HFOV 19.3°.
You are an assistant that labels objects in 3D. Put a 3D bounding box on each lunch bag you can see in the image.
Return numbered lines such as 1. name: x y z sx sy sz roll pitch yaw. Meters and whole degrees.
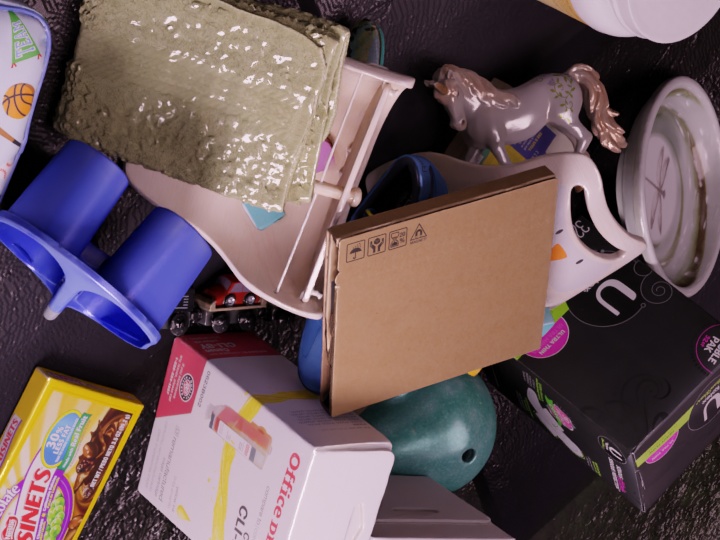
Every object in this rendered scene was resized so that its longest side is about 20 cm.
1. lunch bag: -0.302 -0.111 1.416 0.159 0.075 0.201 6 111 -40

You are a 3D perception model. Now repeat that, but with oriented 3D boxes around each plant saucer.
1. plant saucer: 0.276 -0.076 1.927 0.200 0.050 0.202 -1 91 -59

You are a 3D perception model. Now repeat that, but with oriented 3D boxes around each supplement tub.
1. supplement tub: 0.187 -0.269 1.660 0.144 0.200 0.145 -21 126 -31

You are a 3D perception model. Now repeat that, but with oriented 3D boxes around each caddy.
1. caddy: -0.189 -0.008 1.495 0.141 0.200 0.105 39 79 -5

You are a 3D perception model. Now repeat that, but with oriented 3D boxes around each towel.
1. towel: -0.114 -0.133 1.514 0.198 0.037 0.149 16 109 0

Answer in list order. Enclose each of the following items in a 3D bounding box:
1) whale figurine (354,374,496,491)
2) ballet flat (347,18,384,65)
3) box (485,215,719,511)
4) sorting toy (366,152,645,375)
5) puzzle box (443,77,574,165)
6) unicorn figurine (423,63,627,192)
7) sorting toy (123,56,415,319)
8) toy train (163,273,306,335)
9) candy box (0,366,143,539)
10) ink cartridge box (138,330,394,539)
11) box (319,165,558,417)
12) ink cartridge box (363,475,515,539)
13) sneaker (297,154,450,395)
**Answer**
1. whale figurine: 0.034 0.152 1.838 0.199 0.104 0.160 -23 127 -32
2. ballet flat: -0.032 -0.102 1.666 0.074 0.074 0.202 -3 113 -40
3. box: 0.223 0.082 1.878 0.148 0.200 0.125 -42 151 -13
4. sorting toy: 0.131 -0.019 1.725 0.179 0.107 0.200 -25 130 18
5. puzzle box: 0.104 -0.052 1.838 0.133 0.025 0.201 35 89 -45
6. unicorn figurine: 0.126 -0.120 1.760 0.199 0.074 0.138 -25 108 -35
7. sorting toy: -0.078 -0.095 1.582 0.179 0.107 0.201 19 111 -9
8. toy train: -0.103 0.024 1.698 0.199 0.034 0.046 -3 103 -39
9. candy box: -0.255 0.178 1.658 0.102 0.026 0.201 21 99 -42
10. ink cartridge box: -0.078 0.155 1.673 0.083 0.200 0.146 0 113 -41
11. box: 0.060 0.017 1.622 0.199 0.021 0.165 -17 128 -27
12. ink cartridge box: 0.015 0.282 1.746 0.144 0.144 0.202 6 105 -32
13. sneaker: 0.000 0.000 1.640 0.201 0.066 0.078 -60 154 -5
